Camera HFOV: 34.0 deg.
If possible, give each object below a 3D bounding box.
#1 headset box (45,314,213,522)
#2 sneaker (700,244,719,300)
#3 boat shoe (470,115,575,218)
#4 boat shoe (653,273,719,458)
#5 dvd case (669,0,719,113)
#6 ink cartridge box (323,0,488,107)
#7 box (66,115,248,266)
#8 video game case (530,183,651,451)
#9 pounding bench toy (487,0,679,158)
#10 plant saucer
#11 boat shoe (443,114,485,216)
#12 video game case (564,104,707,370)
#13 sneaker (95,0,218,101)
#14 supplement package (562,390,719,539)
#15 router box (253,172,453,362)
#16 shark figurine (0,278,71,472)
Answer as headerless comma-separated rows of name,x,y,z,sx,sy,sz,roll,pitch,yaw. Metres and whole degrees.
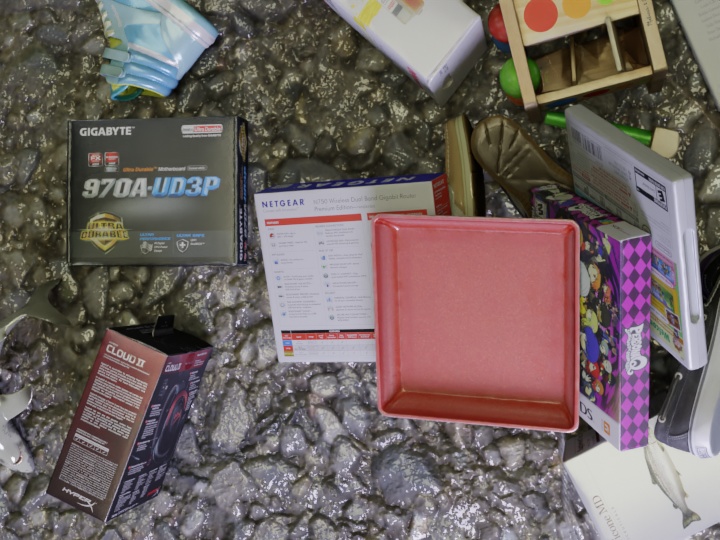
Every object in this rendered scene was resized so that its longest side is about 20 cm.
headset box,-0.233,0.143,1.228,0.074,0.149,0.203,22,95,10
sneaker,0.417,-0.029,1.130,0.199,0.088,0.076,-36,83,9
boat shoe,0.188,-0.081,1.189,0.073,0.065,0.201,-37,101,15
boat shoe,0.312,0.070,1.065,0.065,0.070,0.203,7,70,35
dvd case,0.385,-0.278,1.175,0.141,0.018,0.203,-24,85,11
ink cartridge box,0.029,-0.270,1.183,0.200,0.145,0.084,43,95,8
box,-0.220,-0.084,1.280,0.197,0.046,0.162,1,90,12
video game case,0.212,0.039,1.100,0.035,0.181,0.203,-9,111,-15
pounding bench toy,0.216,-0.190,1.154,0.154,0.124,0.203,-14,87,11
plant saucer,0.111,0.045,1.111,0.197,0.037,0.203,2,105,19
boat shoe,0.093,-0.056,1.202,0.065,0.074,0.204,-4,89,16
video game case,0.245,-0.035,1.055,0.022,0.200,0.184,-18,118,-10
sneaker,-0.266,-0.263,1.275,0.199,0.079,0.131,35,95,10
supplement package,0.308,0.182,1.135,0.198,0.117,0.118,-29,86,10
router box,0.000,0.000,1.192,0.197,0.049,0.183,-1,103,24
shark figurine,-0.405,0.108,1.304,0.126,0.089,0.218,11,101,-22
